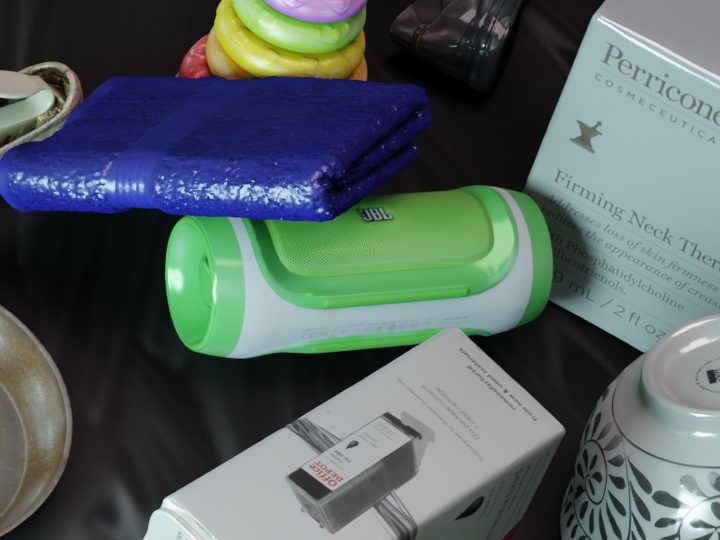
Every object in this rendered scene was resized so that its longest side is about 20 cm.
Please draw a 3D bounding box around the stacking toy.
[{"bbox_3d":[-0.035,-0.148,1.630,0.116,0.200,0.110,25,43,7],"label":"stacking toy"}]

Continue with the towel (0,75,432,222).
[{"bbox_3d":[-0.076,-0.060,1.551,0.200,0.050,0.148,3,26,26],"label":"towel"}]

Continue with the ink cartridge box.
[{"bbox_3d":[-0.013,0.135,1.387,0.083,0.147,0.200,43,48,20],"label":"ink cartridge box"}]

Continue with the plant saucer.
[{"bbox_3d":[-0.244,0.076,1.447,0.200,0.034,0.200,11,42,-10],"label":"plant saucer"}]

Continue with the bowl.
[{"bbox_3d":[0.194,0.084,1.496,0.201,0.094,0.201,-10,34,7],"label":"bowl"}]

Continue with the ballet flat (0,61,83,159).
[{"bbox_3d":[-0.233,-0.070,1.577,0.200,0.067,0.068,-26,57,-38],"label":"ballet flat"}]

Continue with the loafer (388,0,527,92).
[{"bbox_3d":[0.077,-0.194,1.817,0.072,0.073,0.200,19,41,6],"label":"loafer"}]

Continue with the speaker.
[{"bbox_3d":[0.000,0.000,1.578,0.200,0.088,0.088,-5,48,-24],"label":"speaker"}]

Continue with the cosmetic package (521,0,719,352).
[{"bbox_3d":[0.203,-0.073,1.641,0.167,0.200,0.166,29,43,11],"label":"cosmetic package"}]
